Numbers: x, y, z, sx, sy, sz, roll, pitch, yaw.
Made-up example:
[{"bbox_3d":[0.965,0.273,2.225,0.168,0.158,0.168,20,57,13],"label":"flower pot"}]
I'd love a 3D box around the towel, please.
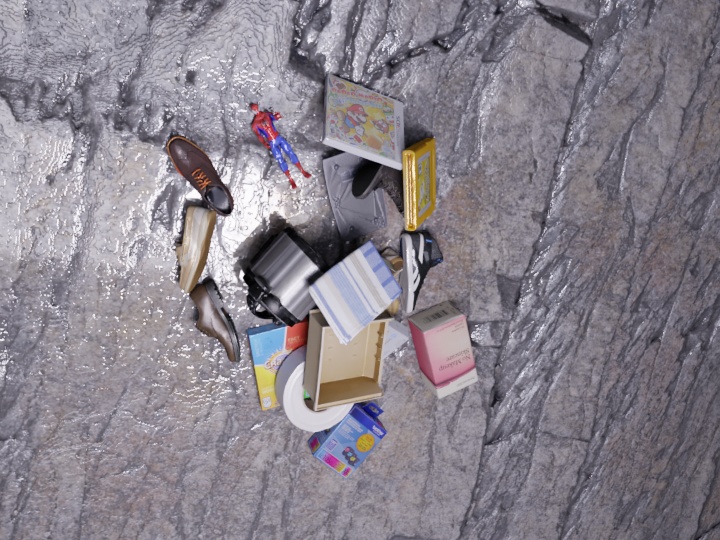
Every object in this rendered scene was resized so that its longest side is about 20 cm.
[{"bbox_3d":[-0.009,0.045,1.362,0.199,0.024,0.149,-38,99,-31],"label":"towel"}]

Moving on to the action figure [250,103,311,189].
[{"bbox_3d":[-0.175,-0.274,1.372,0.065,0.099,0.202,-36,112,-7],"label":"action figure"}]

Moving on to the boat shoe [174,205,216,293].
[{"bbox_3d":[-0.373,-0.049,1.385,0.068,0.074,0.204,21,109,1],"label":"boat shoe"}]

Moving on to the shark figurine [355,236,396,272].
[{"bbox_3d":[0.007,0.018,1.474,0.127,0.216,0.090,37,123,-12],"label":"shark figurine"}]

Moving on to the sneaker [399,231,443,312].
[{"bbox_3d":[0.158,0.005,1.589,0.109,0.073,0.206,-6,107,-16],"label":"sneaker"}]

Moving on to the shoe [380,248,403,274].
[{"bbox_3d":[0.017,0.022,1.560,0.199,0.054,0.070,-39,158,-2],"label":"shoe"}]

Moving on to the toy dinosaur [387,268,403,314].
[{"bbox_3d":[0.060,0.089,1.600,0.099,0.058,0.205,-17,120,-30],"label":"toy dinosaur"}]

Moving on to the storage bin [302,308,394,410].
[{"bbox_3d":[-0.025,0.192,1.440,0.194,0.093,0.205,-5,112,-28],"label":"storage bin"}]

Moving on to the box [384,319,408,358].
[{"bbox_3d":[-0.001,0.152,1.554,0.198,0.042,0.156,32,125,-24],"label":"box"}]

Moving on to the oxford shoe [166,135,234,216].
[{"bbox_3d":[-0.335,-0.201,1.345,0.071,0.073,0.201,-41,115,-3],"label":"oxford shoe"}]

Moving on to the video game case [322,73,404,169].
[{"bbox_3d":[0.010,-0.330,1.396,0.196,0.023,0.186,14,59,-23],"label":"video game case"}]

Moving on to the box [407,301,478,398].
[{"bbox_3d":[0.217,0.207,1.654,0.125,0.109,0.204,-21,112,-13],"label":"box"}]

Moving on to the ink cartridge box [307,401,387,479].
[{"bbox_3d":[-0.025,0.425,1.653,0.136,0.076,0.201,41,88,-26],"label":"ink cartridge box"}]

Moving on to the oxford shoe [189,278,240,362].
[{"bbox_3d":[-0.335,0.128,1.452,0.083,0.073,0.204,-24,101,-8],"label":"oxford shoe"}]

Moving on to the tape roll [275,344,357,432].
[{"bbox_3d":[-0.106,0.284,1.534,0.198,0.071,0.208,-9,109,-25],"label":"tape roll"}]

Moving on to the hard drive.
[{"bbox_3d":[-0.014,-0.183,1.485,0.132,0.042,0.205,-20,111,-13],"label":"hard drive"}]

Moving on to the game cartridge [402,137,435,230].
[{"bbox_3d":[0.142,-0.206,1.466,0.032,0.200,0.181,5,111,22],"label":"game cartridge"}]

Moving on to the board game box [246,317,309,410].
[{"bbox_3d":[-0.190,0.228,1.548,0.149,0.040,0.205,-13,110,-16],"label":"board game box"}]

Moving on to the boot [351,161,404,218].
[{"bbox_3d":[0.074,-0.189,1.461,0.175,0.068,0.202,54,55,-34],"label":"boot"}]

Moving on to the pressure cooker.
[{"bbox_3d":[-0.170,0.027,1.419,0.200,0.178,0.176,-47,118,-2],"label":"pressure cooker"}]
